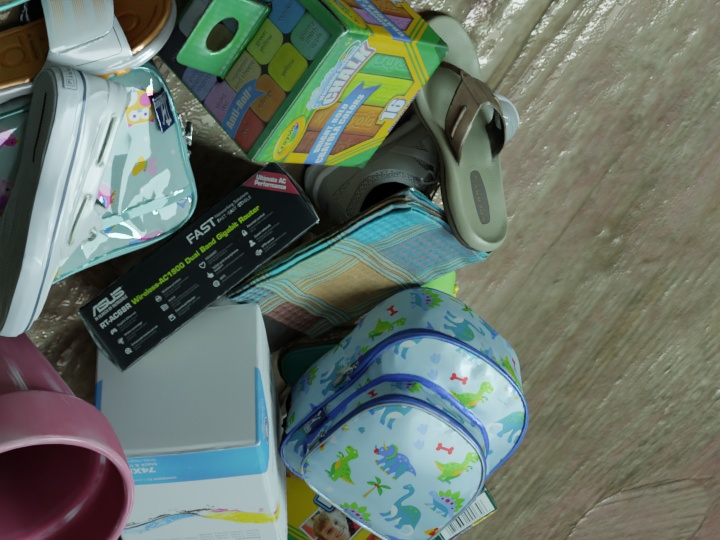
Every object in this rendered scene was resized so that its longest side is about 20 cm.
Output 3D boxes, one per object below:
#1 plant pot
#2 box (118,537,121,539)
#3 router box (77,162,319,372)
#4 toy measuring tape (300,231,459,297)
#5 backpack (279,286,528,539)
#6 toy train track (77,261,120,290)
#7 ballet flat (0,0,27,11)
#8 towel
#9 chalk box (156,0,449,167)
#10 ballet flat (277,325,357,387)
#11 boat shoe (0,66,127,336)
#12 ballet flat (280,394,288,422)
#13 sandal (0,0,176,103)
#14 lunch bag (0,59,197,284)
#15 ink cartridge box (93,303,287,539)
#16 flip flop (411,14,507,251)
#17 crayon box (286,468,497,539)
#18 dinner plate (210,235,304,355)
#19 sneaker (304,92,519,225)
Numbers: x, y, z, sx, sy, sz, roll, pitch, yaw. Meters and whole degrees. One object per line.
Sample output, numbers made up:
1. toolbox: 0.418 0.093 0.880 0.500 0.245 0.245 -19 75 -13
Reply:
1. plant pot: -0.296 0.137 1.360 0.198 0.180 0.201 -18 139 -16
2. box: -0.143 0.291 1.666 0.140 0.201 0.079 -14 139 -24
3. router box: -0.130 -0.005 1.392 0.199 0.062 0.150 -37 -177 -4
4. toy measuring tape: 0.031 0.000 1.582 0.074 0.074 0.199 -47 140 18
5. backpack: 0.047 0.134 1.524 0.182 0.147 0.200 37 110 -18
6. toy train track: -0.271 -0.001 1.400 0.199 0.033 0.115 -35 145 5
7. ballet flat: -0.200 -0.232 1.183 0.198 0.069 0.072 -21 123 -22
8. towel: 0.000 0.000 1.496 0.199 0.022 0.146 -27 149 25
9. chalk box: -0.052 -0.162 1.263 0.125 0.124 0.199 -52 158 23
10. ballet flat: 0.021 0.073 1.617 0.197 0.065 0.071 -2 107 10
11. boat shoe: -0.210 -0.042 1.217 0.066 0.074 0.202 6 115 -31
12. ballet flat: -0.015 0.114 1.682 0.200 0.067 0.070 -40 128 5
13. sandal: -0.227 -0.166 1.215 0.205 0.080 0.060 -22 144 -11
14. lunch bag: -0.220 -0.074 1.289 0.198 0.077 0.162 -22 122 -15
15. ink cartridge box: -0.145 0.152 1.523 0.144 0.148 0.201 -5 141 2
16. flip flop: 0.092 -0.116 1.437 0.081 0.202 0.057 -15 -177 -39
17. crayon box: 0.008 0.215 1.715 0.199 0.173 0.058 -33 146 -1
18. dinner plate: -0.118 0.037 1.557 0.198 0.024 0.201 -20 141 -17
19. sneaker: 0.055 -0.085 1.498 0.198 0.082 0.075 -26 142 -8
